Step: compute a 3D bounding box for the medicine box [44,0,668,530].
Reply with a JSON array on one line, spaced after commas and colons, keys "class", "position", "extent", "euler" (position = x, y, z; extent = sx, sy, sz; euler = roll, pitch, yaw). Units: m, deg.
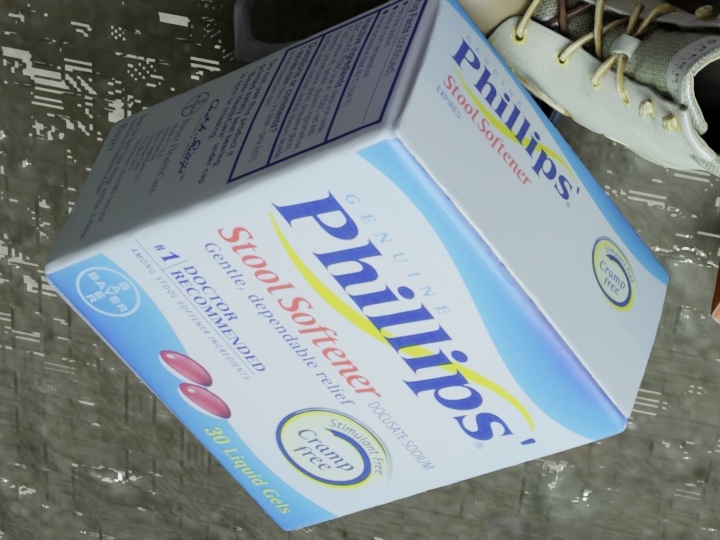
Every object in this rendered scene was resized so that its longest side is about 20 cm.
[{"class": "medicine box", "position": [0.000, 0.000, 1.180], "extent": [0.199, 0.103, 0.182], "euler": [-20, 123, 36]}]

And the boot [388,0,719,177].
[{"class": "boot", "position": [0.106, -0.098, 1.144], "extent": [0.199, 0.155, 0.072], "euler": [31, 90, -20]}]

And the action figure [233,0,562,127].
[{"class": "action figure", "position": [0.019, -0.028, 1.278], "extent": [0.193, 0.105, 0.201], "euler": [22, 133, 9]}]

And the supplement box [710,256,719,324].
[{"class": "supplement box", "position": [0.268, 0.025, 1.278], "extent": [0.199, 0.067, 0.069], "euler": [26, 132, -10]}]
